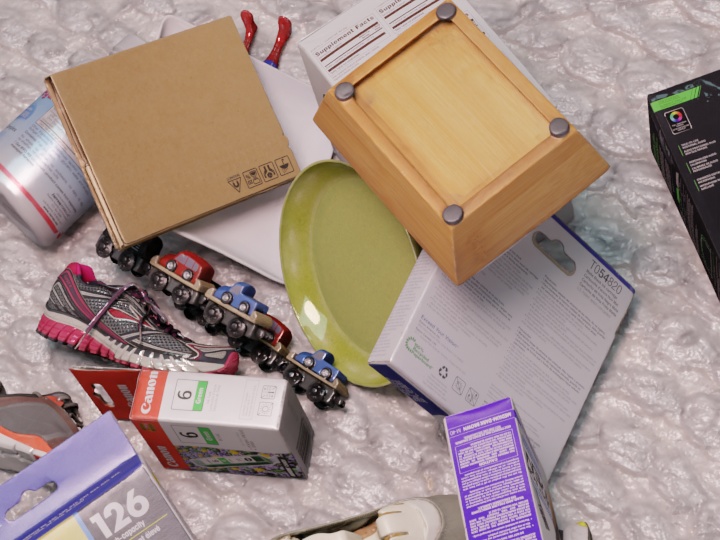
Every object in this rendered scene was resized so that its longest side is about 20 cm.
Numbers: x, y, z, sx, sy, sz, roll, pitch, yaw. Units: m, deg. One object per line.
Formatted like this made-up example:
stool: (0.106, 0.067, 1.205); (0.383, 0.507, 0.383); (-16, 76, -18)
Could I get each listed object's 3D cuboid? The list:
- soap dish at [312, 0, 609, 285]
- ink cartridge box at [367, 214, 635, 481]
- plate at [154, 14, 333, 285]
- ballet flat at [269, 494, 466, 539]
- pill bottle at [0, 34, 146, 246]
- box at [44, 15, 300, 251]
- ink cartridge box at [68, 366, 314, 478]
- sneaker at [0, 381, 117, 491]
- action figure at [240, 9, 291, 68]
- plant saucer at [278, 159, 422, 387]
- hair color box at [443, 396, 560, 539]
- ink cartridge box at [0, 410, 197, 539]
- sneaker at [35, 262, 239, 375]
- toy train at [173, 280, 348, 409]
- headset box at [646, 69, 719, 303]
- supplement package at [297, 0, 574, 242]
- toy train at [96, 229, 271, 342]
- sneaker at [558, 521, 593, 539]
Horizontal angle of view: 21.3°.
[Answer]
soap dish: (0.076, -0.110, 1.526); (0.157, 0.081, 0.200); (-37, 64, -8)
ink cartridge box: (0.121, 0.046, 1.598); (0.040, 0.199, 0.201); (-2, 53, 55)
plate: (-0.125, -0.107, 1.762); (0.198, 0.032, 0.202); (25, 63, -23)
ballet flat: (0.009, 0.228, 1.588); (0.198, 0.064, 0.068); (-18, 60, 2)
pill bottle: (-0.263, -0.127, 1.814); (0.109, 0.109, 0.200); (38, 75, 27)
box: (-0.165, -0.126, 1.713); (0.199, 0.021, 0.165); (-24, 88, -33)
ink cartridge box: (-0.148, 0.131, 1.649); (0.198, 0.109, 0.051); (3, 62, 14)
sneaker: (-0.266, 0.143, 1.691); (0.198, 0.077, 0.082); (19, 60, 20)
action figure: (-0.123, -0.158, 1.838); (0.065, 0.052, 0.202); (13, 67, 13)
plant saucer: (0.000, 0.000, 1.659); (0.031, 0.201, 0.200); (-16, 53, -35)
hair color box: (0.120, 0.211, 1.479); (0.064, 0.110, 0.201); (-17, 46, 10)
ink cartridge box: (-0.235, 0.254, 1.596); (0.197, 0.047, 0.201); (-35, 88, -6)
sneaker: (-0.198, 0.051, 1.710); (0.198, 0.081, 0.075); (18, 86, 20)
toy train: (-0.085, 0.062, 1.713); (0.199, 0.034, 0.046); (33, 81, 26)
headset box: (0.359, -0.091, 1.667); (0.172, 0.093, 0.201); (-19, 59, 1)
supplement package: (0.069, -0.122, 1.689); (0.146, 0.192, 0.201); (-33, 61, -7)
toy train: (-0.155, 0.007, 1.709); (0.199, 0.034, 0.046); (29, 91, 28)
sneaker: (0.149, 0.298, 1.524); (0.084, 0.075, 0.202); (-6, 52, 16)
